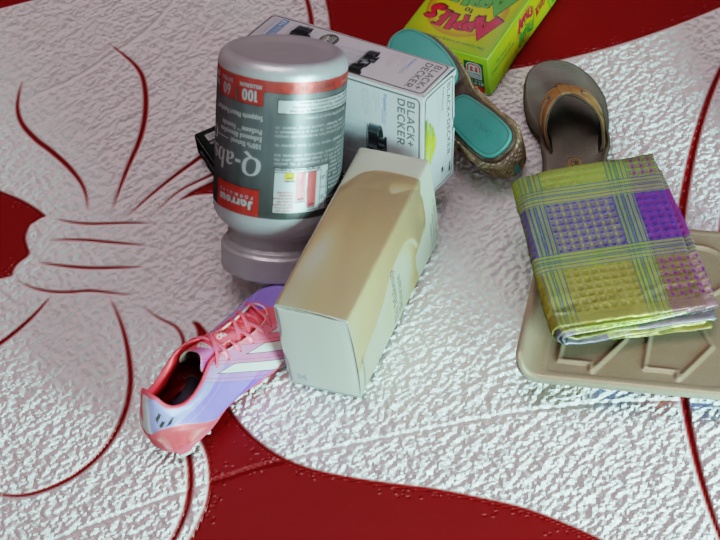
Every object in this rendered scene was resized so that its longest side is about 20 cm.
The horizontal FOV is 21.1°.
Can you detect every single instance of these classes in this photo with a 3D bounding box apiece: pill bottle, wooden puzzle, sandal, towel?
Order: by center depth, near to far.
[{"bbox_3d":[0.242,0.039,1.648,0.198,0.047,0.186,8,49,10],"label":"wooden puzzle"},{"bbox_3d":[0.213,-0.017,1.655,0.142,0.023,0.201,-9,47,-4],"label":"towel"},{"bbox_3d":[-0.072,-0.098,1.705,0.115,0.202,0.116,3,21,-1],"label":"pill bottle"},{"bbox_3d":[0.193,-0.134,1.810,0.081,0.055,0.201,-3,46,6],"label":"sandal"}]

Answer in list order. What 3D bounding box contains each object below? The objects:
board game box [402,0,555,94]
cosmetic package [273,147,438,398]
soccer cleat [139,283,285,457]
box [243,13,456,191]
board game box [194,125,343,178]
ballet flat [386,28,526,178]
[{"bbox_3d":[0.129,-0.269,1.955,0.101,0.048,0.200,18,52,24],"label":"board game box"},{"bbox_3d":[0.000,0.000,1.682,0.070,0.106,0.201,11,51,19],"label":"cosmetic package"},{"bbox_3d":[-0.116,0.072,1.650,0.066,0.077,0.200,24,55,29],"label":"soccer cleat"},{"bbox_3d":[-0.012,-0.150,1.773,0.199,0.117,0.060,20,41,24],"label":"box"},{"bbox_3d":[-0.043,-0.121,1.856,0.199,0.028,0.136,-24,48,-14],"label":"board game box"},{"bbox_3d":[0.090,-0.153,1.839,0.070,0.065,0.200,-38,55,3],"label":"ballet flat"}]
